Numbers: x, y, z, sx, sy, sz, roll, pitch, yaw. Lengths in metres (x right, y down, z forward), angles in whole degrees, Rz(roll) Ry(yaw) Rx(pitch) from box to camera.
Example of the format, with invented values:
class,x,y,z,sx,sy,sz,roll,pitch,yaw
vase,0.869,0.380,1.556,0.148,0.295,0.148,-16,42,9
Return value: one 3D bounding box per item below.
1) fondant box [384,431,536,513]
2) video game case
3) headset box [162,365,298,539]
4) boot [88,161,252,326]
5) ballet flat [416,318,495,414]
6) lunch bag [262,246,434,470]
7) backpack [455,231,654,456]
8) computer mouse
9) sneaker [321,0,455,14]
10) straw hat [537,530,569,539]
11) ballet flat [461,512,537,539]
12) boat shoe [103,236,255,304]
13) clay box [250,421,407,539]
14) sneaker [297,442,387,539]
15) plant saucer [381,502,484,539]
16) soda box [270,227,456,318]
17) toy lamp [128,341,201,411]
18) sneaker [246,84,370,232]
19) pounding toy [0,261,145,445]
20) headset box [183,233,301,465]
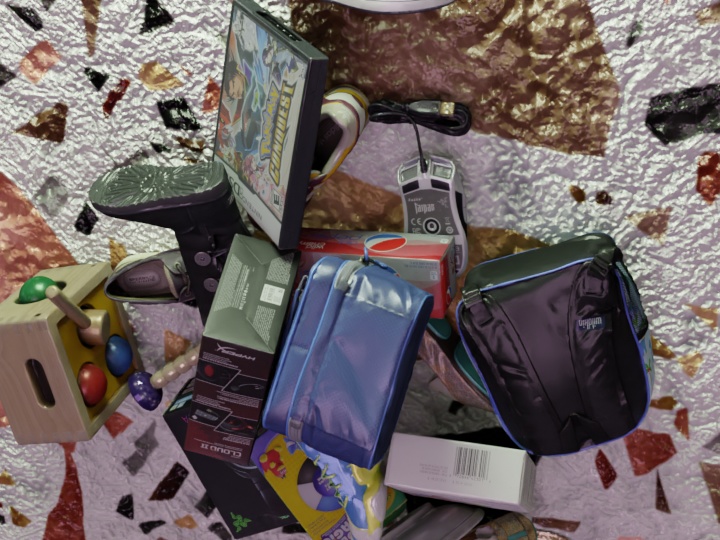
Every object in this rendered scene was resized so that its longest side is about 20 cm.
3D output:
class,x,y,z,sx,sy,sz,roll,pitch,yaw
fondant box,0.115,0.225,1.226,0.142,0.200,0.059,6,76,13
video game case,-0.098,-0.153,1.139,0.025,0.181,0.203,-6,123,-30
headset box,-0.109,0.210,1.339,0.172,0.093,0.202,-19,108,24
boot,-0.187,-0.019,1.210,0.162,0.066,0.201,0,136,20
ballet flat,0.089,0.094,1.248,0.201,0.068,0.067,50,122,2
lunch bag,-0.015,0.077,1.088,0.131,0.136,0.203,18,90,9
backpack,0.211,0.073,1.150,0.181,0.147,0.202,-17,104,20
computer mouse,0.073,-0.086,1.175,0.108,0.044,0.203,0,115,20
sneaker,0.002,-0.330,1.065,0.199,0.077,0.148,12,120,12
straw hat,0.202,0.418,1.347,0.198,0.085,0.204,7,115,14
ballet flat,0.128,0.341,1.320,0.071,0.071,0.200,41,135,-5
boat shoe,-0.206,0.005,1.288,0.197,0.065,0.073,-9,110,19
clay box,-0.034,0.233,1.250,0.114,0.048,0.201,-38,106,-7
sneaker,-0.022,0.203,1.195,0.103,0.076,0.203,2,94,-1
plant saucer,0.050,0.319,1.294,0.200,0.199,0.051,-40,80,27
soda box,0.000,0.000,1.182,0.197,0.064,0.071,3,117,19
toy lamp,-0.187,0.095,1.319,0.199,0.058,0.058,-36,101,17
sneaker,-0.069,-0.109,1.180,0.075,0.090,0.201,37,118,-3
pounding toy,-0.340,0.080,1.295,0.140,0.184,0.203,-6,112,19
headset box,-0.124,0.090,1.151,0.074,0.150,0.202,14,134,-2
